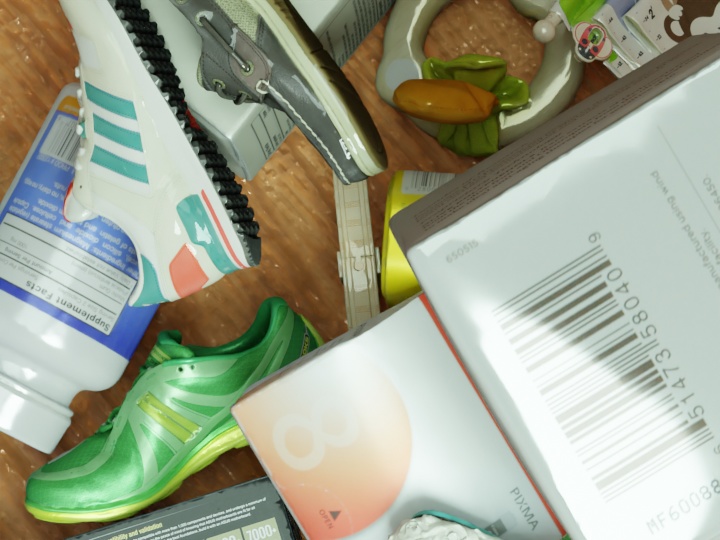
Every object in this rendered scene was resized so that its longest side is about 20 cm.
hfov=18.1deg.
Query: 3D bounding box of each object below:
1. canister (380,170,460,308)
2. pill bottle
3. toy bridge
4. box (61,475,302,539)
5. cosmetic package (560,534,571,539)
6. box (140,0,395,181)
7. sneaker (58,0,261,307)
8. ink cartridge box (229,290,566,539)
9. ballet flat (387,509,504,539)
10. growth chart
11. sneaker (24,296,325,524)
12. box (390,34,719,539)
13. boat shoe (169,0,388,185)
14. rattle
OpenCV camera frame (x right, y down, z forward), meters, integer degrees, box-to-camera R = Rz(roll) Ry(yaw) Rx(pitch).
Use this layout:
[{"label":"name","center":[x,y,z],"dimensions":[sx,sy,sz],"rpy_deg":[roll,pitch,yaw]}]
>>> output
[{"label":"canister","center":[0.116,-0.009,1.299],"dimensions":[0.199,0.149,0.087],"rpy_deg":[4,87,5]},{"label":"pill bottle","center":[-0.170,0.001,1.326],"dimensions":[0.112,0.112,0.201],"rpy_deg":[26,84,6]},{"label":"toy bridge","center":[0.000,0.000,1.342],"dimensions":[0.027,0.067,0.201],"rpy_deg":[-6,81,1]},{"label":"box","center":[-0.117,0.225,1.303],"dimensions":[0.199,0.086,0.164],"rpy_deg":[-18,82,-1]},{"label":"cosmetic package","center":[0.156,0.192,1.297],"dimensions":[0.200,0.085,0.108],"rpy_deg":[41,90,9]},{"label":"box","center":[-0.051,-0.171,1.338],"dimensions":[0.109,0.128,0.200],"rpy_deg":[38,84,7]},{"label":"sneaker","center":[-0.136,-0.072,1.239],"dimensions":[0.093,0.070,0.200],"rpy_deg":[-29,92,9]},{"label":"ink cartridge box","center":[0.053,0.093,1.228],"dimensions":[0.200,0.050,0.163],"rpy_deg":[-30,96,17]},{"label":"ballet flat","center":[0.104,0.188,1.191],"dimensions":[0.199,0.072,0.072],"rpy_deg":[17,83,0]},{"label":"growth chart","center":[0.212,-0.133,1.342],"dimensions":[0.200,0.018,0.145],"rpy_deg":[34,60,-4]},{"label":"sneaker","center":[-0.114,0.080,1.321],"dimensions":[0.200,0.074,0.084],"rpy_deg":[-30,108,-13]},{"label":"box","center":[0.148,0.015,1.122],"dimensions":[0.200,0.171,0.199],"rpy_deg":[-32,96,0]},{"label":"boat shoe","center":[-0.062,-0.122,1.236],"dimensions":[0.066,0.072,0.201],"rpy_deg":[-37,82,7]},{"label":"rattle","center":[0.084,-0.173,1.331],"dimensions":[0.130,0.143,0.200],"rpy_deg":[38,93,30]}]
